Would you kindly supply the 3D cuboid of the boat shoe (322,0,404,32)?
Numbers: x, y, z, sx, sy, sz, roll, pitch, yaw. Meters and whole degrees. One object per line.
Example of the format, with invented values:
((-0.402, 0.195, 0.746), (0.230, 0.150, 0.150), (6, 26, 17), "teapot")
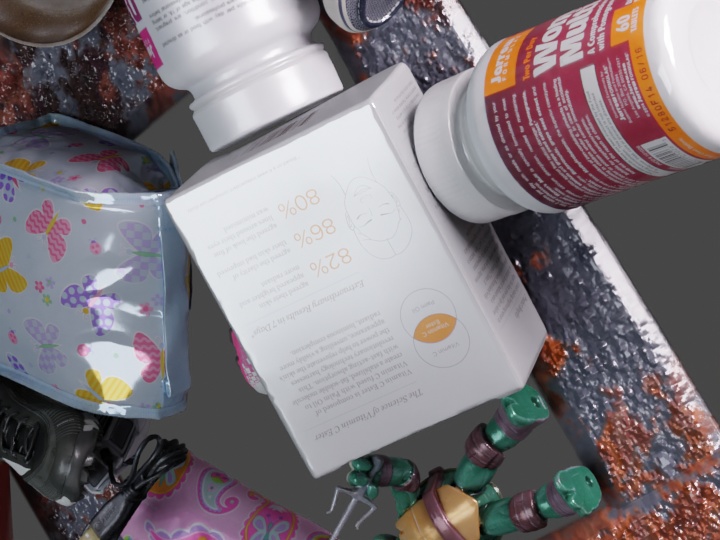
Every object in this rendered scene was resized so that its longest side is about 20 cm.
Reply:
((0.045, -0.213, 1.539), (0.093, 0.075, 0.200), (40, 128, 29), "boat shoe")

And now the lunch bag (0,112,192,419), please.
((-0.183, -0.002, 1.779), (0.200, 0.127, 0.170), (20, 120, 45), "lunch bag")

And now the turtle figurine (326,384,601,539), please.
((0.054, 0.164, 1.671), (0.200, 0.101, 0.150), (-40, 96, 26), "turtle figurine")

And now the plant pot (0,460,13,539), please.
((-0.348, 0.211, 1.967), (0.200, 0.200, 0.178), (20, 109, 32), "plant pot")

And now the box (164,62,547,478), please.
((0.000, 0.000, 1.594), (0.152, 0.106, 0.200), (-25, 100, 19), "box")

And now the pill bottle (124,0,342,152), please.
((-0.095, -0.185, 1.639), (0.113, 0.113, 0.200), (-25, 91, 42), "pill bottle")

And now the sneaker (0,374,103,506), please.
((-0.237, 0.114, 1.790), (0.200, 0.090, 0.067), (-149, 75, -71), "sneaker")

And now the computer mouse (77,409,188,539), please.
((-0.167, 0.121, 1.814), (0.044, 0.200, 0.110), (25, 109, -21), "computer mouse")

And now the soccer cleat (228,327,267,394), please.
((-0.032, 0.004, 1.694), (0.086, 0.070, 0.200), (26, 122, 29), "soccer cleat")

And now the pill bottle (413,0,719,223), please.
((0.132, -0.096, 1.495), (0.200, 0.109, 0.110), (-19, 95, 42), "pill bottle")

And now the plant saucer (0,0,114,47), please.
((-0.226, -0.255, 1.773), (0.200, 0.032, 0.201), (16, 117, 35), "plant saucer")

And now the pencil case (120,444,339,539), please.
((-0.075, 0.200, 1.803), (0.200, 0.087, 0.088), (28, 123, 29), "pencil case")
